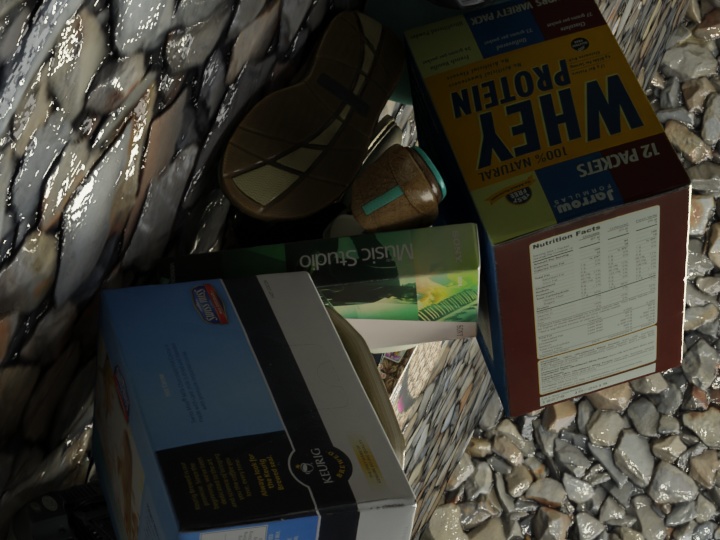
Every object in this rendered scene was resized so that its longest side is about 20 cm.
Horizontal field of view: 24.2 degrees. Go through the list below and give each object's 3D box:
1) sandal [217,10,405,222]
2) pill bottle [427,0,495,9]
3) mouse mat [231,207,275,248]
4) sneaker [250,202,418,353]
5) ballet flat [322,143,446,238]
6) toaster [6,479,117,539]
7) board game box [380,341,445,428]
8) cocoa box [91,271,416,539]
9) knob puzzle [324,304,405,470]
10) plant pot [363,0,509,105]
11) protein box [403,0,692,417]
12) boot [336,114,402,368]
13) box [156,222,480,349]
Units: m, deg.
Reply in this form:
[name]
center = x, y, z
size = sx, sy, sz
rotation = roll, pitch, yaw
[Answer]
[sandal]
center = -0.031, -0.095, 1.100
size = 0.054, 0.080, 0.201
rotation = -45, -169, 47
[pill bottle]
center = 0.052, -0.235, 1.055
size = 0.107, 0.105, 0.200
rotation = -64, 168, 2
[mouse mat]
center = -0.043, -0.072, 1.228
size = 0.162, 0.007, 0.200
rotation = -62, 167, -14
[sneaker]
center = 0.000, 0.001, 1.215
size = 0.198, 0.077, 0.112
rotation = -8, 141, -25
[ballet flat]
center = 0.011, -0.031, 1.105
size = 0.072, 0.068, 0.200
rotation = -32, 177, -7
[toaster]
center = -0.145, 0.205, 1.044
size = 0.199, 0.113, 0.130
rotation = -10, 132, -55
[board game box]
center = 0.032, 0.034, 1.555
size = 0.201, 0.096, 0.159
rotation = -63, 168, -7
[cocoa box]
center = -0.069, 0.114, 0.939
size = 0.201, 0.130, 0.134
rotation = -118, -151, -48
[knob puzzle]
center = -0.007, 0.119, 1.013
size = 0.219, 0.030, 0.222
rotation = 179, -90, -69
[plant pot]
center = 0.099, -0.202, 1.255
size = 0.201, 0.134, 0.201
rotation = -61, 169, -21
[protein box]
center = 0.127, -0.048, 1.161
size = 0.201, 0.134, 0.200
rotation = 79, -7, -52
[boot]
center = 0.010, -0.018, 1.340
size = 0.201, 0.096, 0.075
rotation = -63, 175, -4
[box]
center = -0.022, 0.019, 1.078
size = 0.145, 0.198, 0.037
rotation = 79, 4, -71
